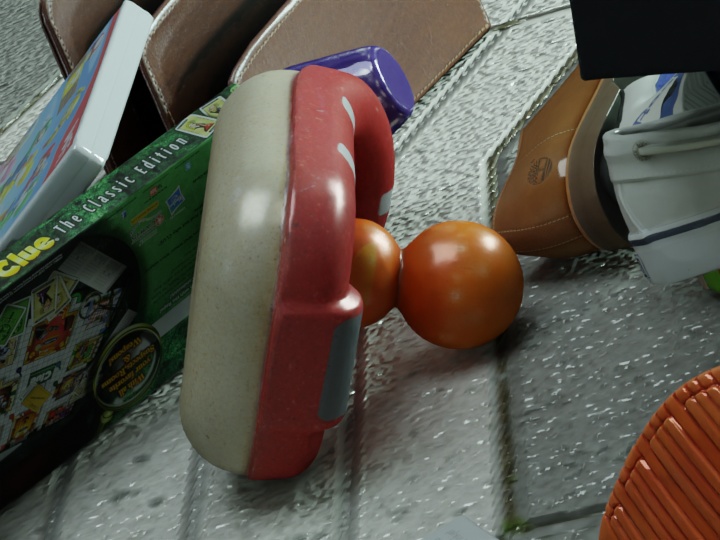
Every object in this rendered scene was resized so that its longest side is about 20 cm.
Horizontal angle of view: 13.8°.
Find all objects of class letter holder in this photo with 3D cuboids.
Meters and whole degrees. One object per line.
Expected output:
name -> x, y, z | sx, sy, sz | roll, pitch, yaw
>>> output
letter holder -> -0.046, -0.127, 1.442 | 0.100, 0.142, 0.200 | -5, 28, 38

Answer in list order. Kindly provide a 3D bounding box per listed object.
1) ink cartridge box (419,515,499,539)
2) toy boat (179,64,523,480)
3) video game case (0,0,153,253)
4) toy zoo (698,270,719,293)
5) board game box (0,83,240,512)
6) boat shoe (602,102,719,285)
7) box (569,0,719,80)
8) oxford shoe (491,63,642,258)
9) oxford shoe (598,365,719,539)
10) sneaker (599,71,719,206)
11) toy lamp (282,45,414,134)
ink cartridge box -> -0.016, 0.163, 0.866 | 0.200, 0.067, 0.116 | -30, 23, -15
toy boat -> 0.000, 0.000, 1.182 | 0.131, 0.131, 0.200 | 8, 24, -4
video game case -> -0.162, -0.015, 1.322 | 0.200, 0.017, 0.143 | -49, 15, 27
toy zoo -> 0.195, -0.022, 1.058 | 0.131, 0.020, 0.200 | -25, 5, -2
board game box -> -0.107, 0.015, 1.237 | 0.023, 0.105, 0.200 | 24, 48, 36
boat shoe -> 0.175, -0.057, 1.019 | 0.200, 0.066, 0.072 | -21, 6, 32
box -> 0.168, -0.160, 1.025 | 0.182, 0.104, 0.200 | -2, 31, 14
oxford shoe -> 0.106, -0.072, 1.274 | 0.071, 0.071, 0.200 | -16, 23, 35
oxford shoe -> 0.152, 0.043, 0.918 | 0.073, 0.071, 0.200 | -9, -32, -52
sneaker -> 0.164, -0.071, 1.174 | 0.199, 0.081, 0.115 | -26, 2, -34
toy lamp -> -0.067, -0.040, 1.333 | 0.200, 0.058, 0.058 | -27, 20, 19
